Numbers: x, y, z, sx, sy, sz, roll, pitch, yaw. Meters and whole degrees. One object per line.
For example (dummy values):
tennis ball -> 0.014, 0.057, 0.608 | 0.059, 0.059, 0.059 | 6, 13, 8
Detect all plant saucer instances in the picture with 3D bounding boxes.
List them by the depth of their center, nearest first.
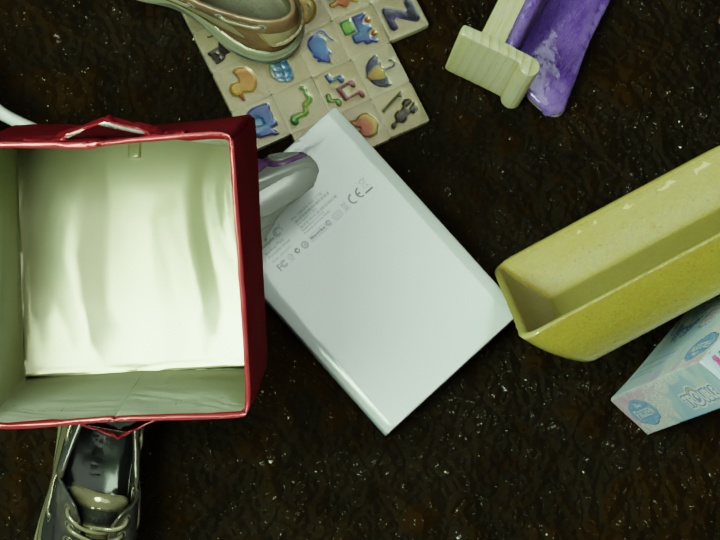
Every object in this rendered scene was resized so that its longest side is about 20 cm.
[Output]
plant saucer -> 0.198, -0.006, 1.546 | 0.199, 0.200, 0.049 | -28, 103, 5

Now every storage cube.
storage cube -> -0.152, -0.004, 1.442 | 0.170, 0.180, 0.201 | -3, 98, 2

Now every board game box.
board game box -> 0.277, 0.019, 1.558 | 0.043, 0.200, 0.199 | 44, 75, -1

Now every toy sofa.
toy sofa -> 0.148, -0.220, 1.659 | 0.097, 0.083, 0.201 | 27, 75, 1

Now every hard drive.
hard drive -> 0.000, 0.000, 1.611 | 0.132, 0.025, 0.200 | -41, 85, -9

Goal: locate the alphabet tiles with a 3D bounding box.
alphabet tiles -> -0.036, -0.178, 1.663 | 0.167, 0.008, 0.201 | -25, 82, -13

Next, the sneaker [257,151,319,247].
sneaker -> -0.102, -0.006, 1.572 | 0.200, 0.075, 0.100 | -37, 103, 6

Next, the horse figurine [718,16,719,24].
horse figurine -> 0.308, -0.270, 1.709 | 0.132, 0.050, 0.201 | -15, 79, -10

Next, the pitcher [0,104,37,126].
pitcher -> -0.287, -0.087, 1.557 | 0.171, 0.121, 0.201 | -31, 93, -21

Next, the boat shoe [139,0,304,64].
boat shoe -> -0.126, -0.225, 1.621 | 0.199, 0.072, 0.076 | 27, 75, -1

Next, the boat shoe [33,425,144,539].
boat shoe -> -0.186, 0.165, 1.527 | 0.074, 0.073, 0.201 | 3, 76, -7
